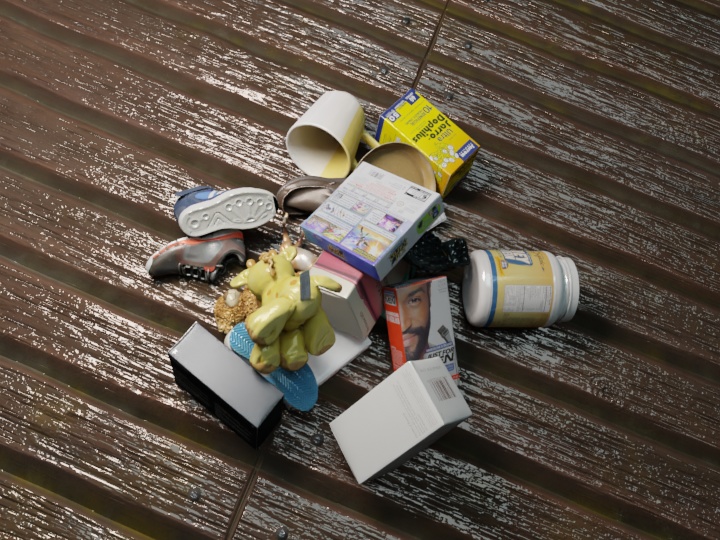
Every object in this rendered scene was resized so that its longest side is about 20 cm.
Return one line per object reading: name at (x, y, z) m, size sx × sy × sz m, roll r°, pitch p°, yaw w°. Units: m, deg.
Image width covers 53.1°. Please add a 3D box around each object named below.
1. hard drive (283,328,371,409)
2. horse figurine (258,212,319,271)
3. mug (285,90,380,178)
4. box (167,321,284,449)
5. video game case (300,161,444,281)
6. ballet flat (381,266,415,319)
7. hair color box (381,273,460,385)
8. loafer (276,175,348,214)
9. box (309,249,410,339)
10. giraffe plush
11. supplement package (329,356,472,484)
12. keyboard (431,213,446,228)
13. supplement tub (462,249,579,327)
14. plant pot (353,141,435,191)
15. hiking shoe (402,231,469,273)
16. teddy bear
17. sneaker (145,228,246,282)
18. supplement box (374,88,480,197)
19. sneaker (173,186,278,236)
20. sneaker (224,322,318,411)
hard drive at (-0.094, 0.145, 1.351) m, size 0.198 × 0.027 × 0.133 m, roll -35°, pitch 73°, yaw -20°
horse figurine at (-0.100, -0.031, 1.420) m, size 0.195 × 0.050 × 0.135 m, roll 18°, pitch 63°, yaw 1°
mug at (-0.051, -0.280, 1.517) m, size 0.146 × 0.188 × 0.155 m, roll -5°, pitch 44°, yaw 36°
box at (-0.230, 0.201, 1.241) m, size 0.198 × 0.142 × 0.079 m, roll 37°, pitch 65°, yaw 10°
video game case at (0.020, -0.093, 1.279) m, size 0.198 × 0.046 × 0.181 m, roll 28°, pitch 65°, yaw 39°
ballet flat at (0.076, 0.007, 1.418) m, size 0.068 × 0.068 × 0.204 m, roll 13°, pitch 63°, yaw 5°
hair color box at (0.111, 0.119, 1.309) m, size 0.108 × 0.064 × 0.206 m, roll -13°, pitch 98°, yaw -23°
loafer at (-0.073, -0.147, 1.455) m, size 0.194 × 0.074 × 0.072 m, roll -8°, pitch 40°, yaw -12°
box at (0.000, 0.000, 1.329) m, size 0.107 × 0.129 × 0.202 m, roll 16°, pitch 59°, yaw 31°
giraffe plush at (-0.139, 0.047, 1.215) m, size 0.169 × 0.205 × 0.162 m, roll -5°, pitch 32°, yaw -36°
supplement package at (0.066, 0.251, 1.214) m, size 0.116 × 0.199 × 0.119 m, roll 2°, pitch 51°, yaw -58°
keyboard at (0.085, -0.081, 1.464) m, size 0.197 × 0.011 × 0.057 m, roll -32°, pitch 104°, yaw -12°
supplement tub at (0.306, 0.035, 1.392) m, size 0.194 × 0.146 × 0.148 m, roll 1°, pitch 64°, yaw -8°
plant pot at (0.061, -0.157, 1.457) m, size 0.195 × 0.027 × 0.206 m, roll -7°, pitch 107°, yaw -22°
hiking shoe at (0.124, -0.022, 1.334) m, size 0.197 × 0.085 × 0.077 m, roll 7°, pitch 68°, yaw -50°
teddy bear at (-0.179, 0.054, 1.344) m, size 0.194 × 0.067 × 0.149 m, roll 4°, pitch 63°, yaw 5°
sneaker at (-0.308, -0.017, 1.374) m, size 0.195 × 0.077 × 0.084 m, roll -19°, pitch 74°, yaw -15°
supplement box at (0.138, -0.265, 1.531) m, size 0.199 × 0.110 × 0.109 m, roll 42°, pitch 66°, yaw 12°
sneaker at (-0.267, -0.135, 1.404) m, size 0.195 × 0.083 × 0.147 m, roll -15°, pitch 30°, yaw -12°
sneaker at (-0.156, 0.172, 1.277) m, size 0.200 × 0.081 × 0.077 m, roll 44°, pitch 63°, yaw -8°
